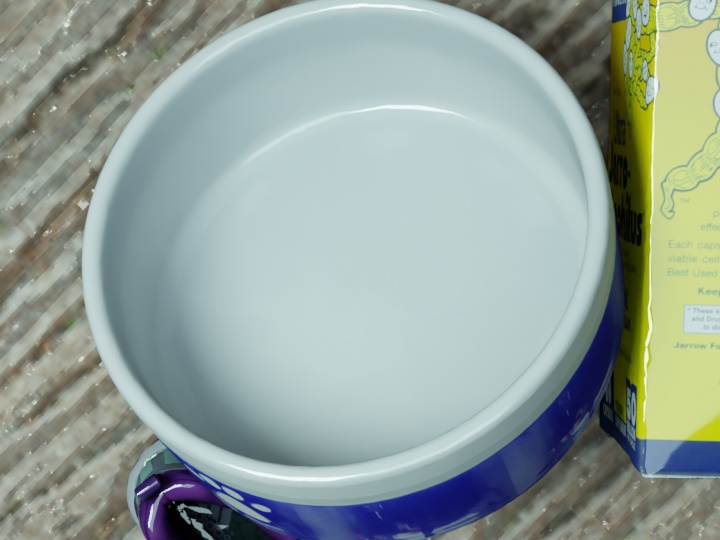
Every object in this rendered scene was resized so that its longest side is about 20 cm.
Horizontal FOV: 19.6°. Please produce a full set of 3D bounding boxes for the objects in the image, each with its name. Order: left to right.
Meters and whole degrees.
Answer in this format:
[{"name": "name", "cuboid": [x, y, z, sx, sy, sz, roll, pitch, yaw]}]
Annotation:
[{"name": "sneaker", "cuboid": [-0.015, 0.145, 0.846, 0.200, 0.088, 0.075, 36, 93, -3]}, {"name": "dog bowl", "cuboid": [0.000, 0.000, 0.793, 0.199, 0.079, 0.201, -6, 63, 11]}, {"name": "supplement box", "cuboid": [0.157, -0.025, 0.824, 0.109, 0.109, 0.201, 1, 94, -2]}]
